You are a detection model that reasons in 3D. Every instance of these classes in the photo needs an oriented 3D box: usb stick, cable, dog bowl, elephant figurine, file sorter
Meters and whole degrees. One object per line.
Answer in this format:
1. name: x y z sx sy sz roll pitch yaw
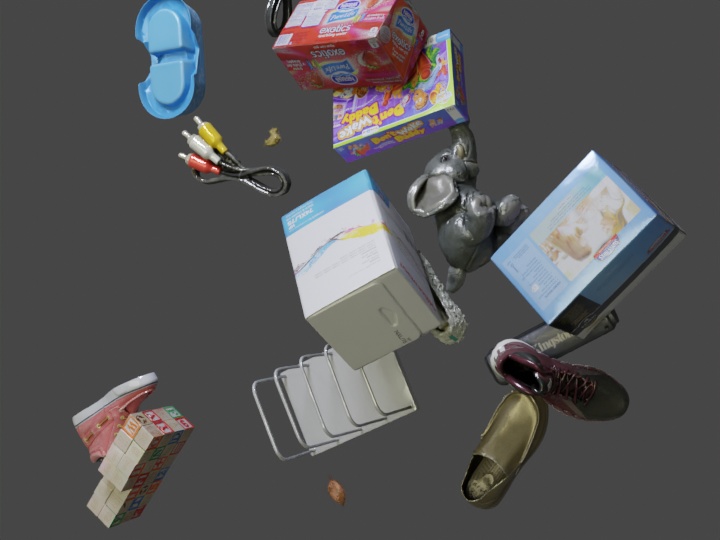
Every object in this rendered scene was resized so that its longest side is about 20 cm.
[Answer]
1. usb stick: 0.265 0.098 1.599 0.199 0.033 0.056 -31 77 24
2. cable: -0.206 -0.158 1.813 0.199 0.050 0.098 34 111 22
3. dog bowl: -0.307 -0.346 1.868 0.111 0.049 0.202 -4 89 27
4. elephant figurine: 0.135 -0.106 1.623 0.200 0.154 0.142 49 154 28
5. cable: -0.128 -0.468 1.773 0.050 0.097 0.202 15 118 36
6. file sorter: -0.043 0.186 1.706 0.199 0.124 0.140 -27 79 25

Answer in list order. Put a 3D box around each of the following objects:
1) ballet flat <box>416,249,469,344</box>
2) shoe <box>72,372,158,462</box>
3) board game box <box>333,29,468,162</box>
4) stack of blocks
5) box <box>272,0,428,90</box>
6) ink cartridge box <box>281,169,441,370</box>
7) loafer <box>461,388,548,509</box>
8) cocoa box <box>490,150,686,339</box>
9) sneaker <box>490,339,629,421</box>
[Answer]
1. ballet flat: 0.083 0.024 1.672 0.072 0.072 0.200 -48 71 19
2. shoe: -0.399 0.250 1.921 0.199 0.071 0.092 -32 78 29
3. board game box: 0.055 -0.252 1.660 0.199 0.045 0.136 -17 58 26
4. stack of blocks: -0.371 0.324 1.880 0.058 0.115 0.201 39 108 21
5. box: -0.014 -0.332 1.656 0.199 0.096 0.100 3 56 39
6. ink cartridge box: 0.000 0.000 1.587 0.145 0.147 0.201 -28 45 12
7. loafer: 0.203 0.254 1.614 0.076 0.067 0.201 27 103 23
8. cocoa box: 0.299 -0.031 1.503 0.200 0.131 0.134 -48 59 15
9. sneaker: 0.266 0.159 1.532 0.198 0.116 0.076 20 98 6
